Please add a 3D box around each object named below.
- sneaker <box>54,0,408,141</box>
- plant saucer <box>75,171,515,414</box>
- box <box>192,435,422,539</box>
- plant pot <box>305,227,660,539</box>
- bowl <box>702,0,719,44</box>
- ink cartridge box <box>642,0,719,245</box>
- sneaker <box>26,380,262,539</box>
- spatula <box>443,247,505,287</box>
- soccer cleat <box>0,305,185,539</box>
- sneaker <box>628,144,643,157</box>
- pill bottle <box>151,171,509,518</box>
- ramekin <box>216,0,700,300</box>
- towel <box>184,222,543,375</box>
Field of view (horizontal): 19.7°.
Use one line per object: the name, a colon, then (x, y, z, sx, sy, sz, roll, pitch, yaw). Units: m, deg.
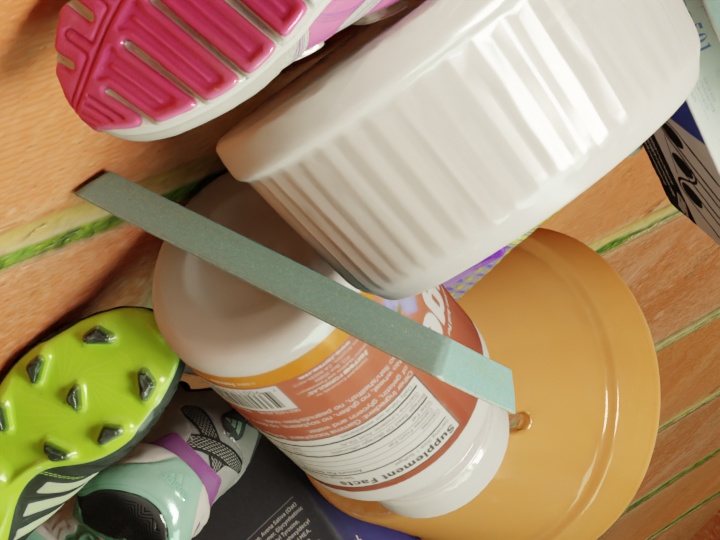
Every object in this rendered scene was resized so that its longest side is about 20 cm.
sneaker: (-0.018, -0.113, 0.740, 0.200, 0.081, 0.088, -38, 162, 0)
plant saucer: (-0.026, 0.005, 0.844, 0.070, 0.200, 0.019, 27, 90, -57)
box: (-0.016, 0.176, 1.278, 0.104, 0.200, 0.148, -44, 164, 23)
plant pot: (0.052, 0.071, 1.190, 0.140, 0.200, 0.200, 4, 136, -50)
bowl: (0.247, -0.146, 0.921, 0.200, 0.202, 0.105, -22, 178, -44)
ink cartridge box: (0.161, -0.087, 1.006, 0.044, 0.094, 0.200, -37, 132, -4)
sneaker: (-0.116, 0.115, 1.122, 0.200, 0.078, 0.140, -25, -164, 48)
spatula: (0.074, -0.048, 0.972, 0.056, 0.021, 0.200, 23, 132, -28)
soccer cleat: (-0.153, 0.082, 1.009, 0.200, 0.068, 0.081, -44, 179, 21)
sneaker: (0.102, -0.090, 1.063, 0.200, 0.081, 0.084, -36, 157, -8)
pill bottle: (-0.005, 0.040, 0.992, 0.112, 0.112, 0.200, -40, 139, 2)
ramekin: (0.047, -0.072, 0.841, 0.202, 0.094, 0.202, -36, -172, 6)
towel: (0.000, 0.000, 1.054, 0.143, 0.023, 0.200, 20, 128, -37)
